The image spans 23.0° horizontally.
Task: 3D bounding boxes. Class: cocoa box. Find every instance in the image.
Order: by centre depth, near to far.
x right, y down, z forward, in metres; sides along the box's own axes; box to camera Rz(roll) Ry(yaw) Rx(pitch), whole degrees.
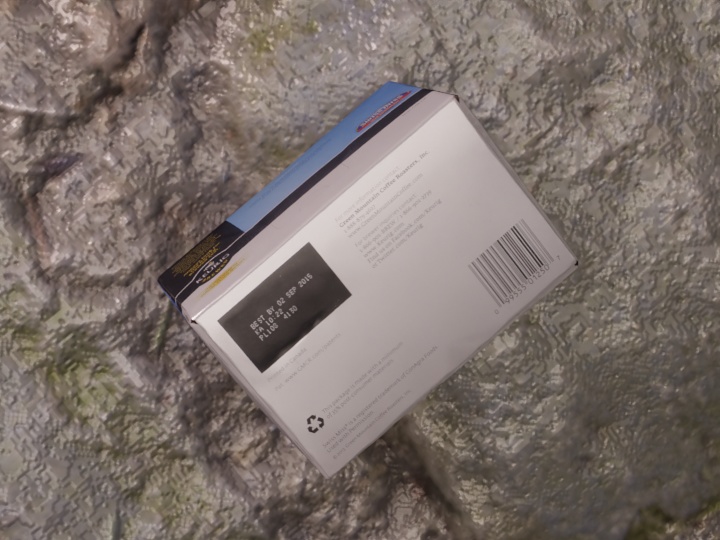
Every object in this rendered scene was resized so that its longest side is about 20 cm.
[{"bbox_3d":[0.000,0.000,1.059,0.200,0.131,0.133,-41,108,-6],"label":"cocoa box"}]
